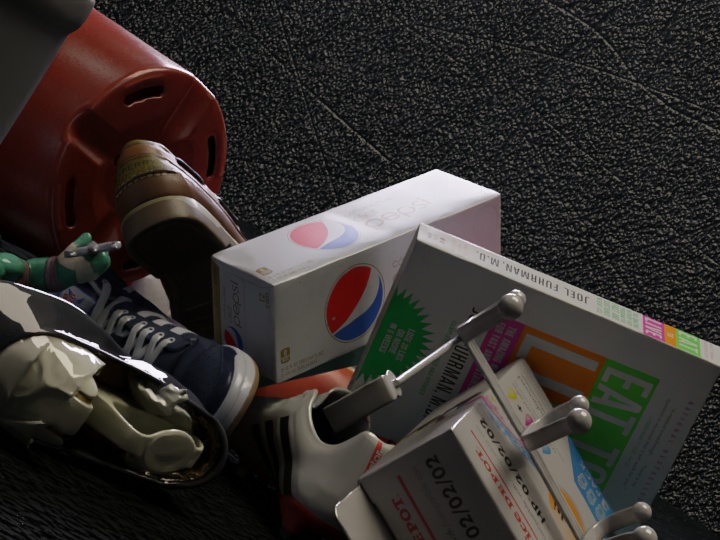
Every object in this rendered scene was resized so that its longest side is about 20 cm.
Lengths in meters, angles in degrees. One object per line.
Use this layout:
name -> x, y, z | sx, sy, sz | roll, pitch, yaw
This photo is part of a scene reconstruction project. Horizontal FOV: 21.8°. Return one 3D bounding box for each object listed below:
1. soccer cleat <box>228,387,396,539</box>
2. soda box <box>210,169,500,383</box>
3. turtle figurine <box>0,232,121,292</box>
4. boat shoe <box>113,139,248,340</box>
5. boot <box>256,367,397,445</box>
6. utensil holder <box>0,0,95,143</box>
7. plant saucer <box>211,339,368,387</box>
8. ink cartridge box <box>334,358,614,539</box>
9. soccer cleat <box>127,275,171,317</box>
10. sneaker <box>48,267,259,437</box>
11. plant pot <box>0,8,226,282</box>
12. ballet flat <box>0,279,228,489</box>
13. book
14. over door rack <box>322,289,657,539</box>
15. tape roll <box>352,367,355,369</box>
soccer cleat -> -0.035, 0.102, 1.130 | 0.068, 0.086, 0.200 | 31, 4, -25
soda box -> 0.000, 0.000, 1.181 | 0.199, 0.069, 0.063 | -23, 32, -38
turtle figurine -> -0.228, -0.026, 1.051 | 0.150, 0.101, 0.200 | 47, -18, -20
boat shoe -> -0.103, -0.019, 1.191 | 0.200, 0.071, 0.069 | 69, 2, -64
boot -> 0.007, 0.114, 1.297 | 0.199, 0.075, 0.107 | 32, -10, -2
utensil holder -> -0.242, -0.084, 0.850 | 0.169, 0.201, 0.170 | 32, 3, -2
plant saucer -> -0.012, 0.045, 1.198 | 0.198, 0.019, 0.070 | -11, 17, -18
ink cartridge box -> 0.069, 0.134, 1.028 | 0.116, 0.068, 0.200 | 59, 22, 0
soccer cleat -> -0.123, 0.035, 1.341 | 0.085, 0.069, 0.200 | 29, -3, 13
sneaker -> -0.138, 0.045, 1.109 | 0.108, 0.070, 0.200 | 37, -6, -24
plant pot -> -0.205, -0.095, 1.248 | 0.194, 0.202, 0.200 | 28, 0, 37
ballet flat -> -0.136, 0.062, 0.917 | 0.199, 0.073, 0.073 | 33, 2, -45
book -> 0.103, 0.066, 1.140 | 0.198, 0.134, 0.048 | 21, 28, -4
over door rack -> 0.080, 0.095, 0.931 | 0.149, 0.066, 0.200 | 59, 27, 2
tape roll -> 0.068, 0.086, 1.389 | 0.201, 0.203, 0.071 | 33, 2, 0
